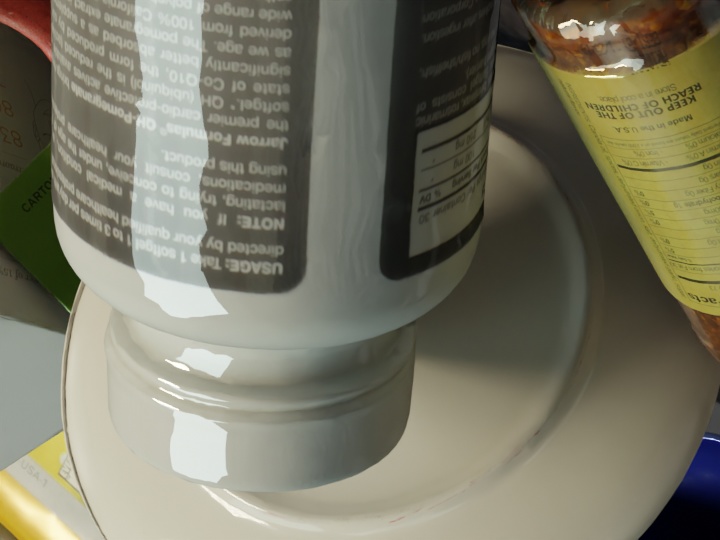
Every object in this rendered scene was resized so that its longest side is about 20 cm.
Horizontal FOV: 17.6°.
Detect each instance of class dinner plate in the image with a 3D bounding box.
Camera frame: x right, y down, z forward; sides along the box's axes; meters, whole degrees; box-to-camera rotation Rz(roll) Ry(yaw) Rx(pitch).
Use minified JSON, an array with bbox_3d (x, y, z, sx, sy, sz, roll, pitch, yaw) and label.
[{"bbox_3d":[0.004,0.014,0.668,0.200,0.200,0.024,34,167,30],"label":"dinner plate"}]

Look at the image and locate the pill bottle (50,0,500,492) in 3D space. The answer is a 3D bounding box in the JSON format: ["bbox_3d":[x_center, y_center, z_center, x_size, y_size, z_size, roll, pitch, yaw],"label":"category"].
[{"bbox_3d":[-0.021,-0.050,0.575,0.111,0.110,0.201,30,127,40],"label":"pill bottle"}]

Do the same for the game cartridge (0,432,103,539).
[{"bbox_3d":[-0.114,0.013,0.891,0.200,0.177,0.032,37,-159,21],"label":"game cartridge"}]

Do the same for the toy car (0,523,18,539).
[{"bbox_3d":[-0.112,0.208,0.961,0.199,0.150,0.175,8,142,9],"label":"toy car"}]

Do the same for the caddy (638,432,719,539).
[{"bbox_3d":[0.128,0.141,0.812,0.200,0.141,0.105,29,162,40],"label":"caddy"}]

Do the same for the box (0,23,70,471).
[{"bbox_3d":[-0.167,-0.041,0.810,0.124,0.097,0.201,20,-137,-53],"label":"box"}]

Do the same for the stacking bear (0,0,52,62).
[{"bbox_3d":[-0.107,-0.135,0.732,0.121,0.114,0.200,36,-178,-33],"label":"stacking bear"}]

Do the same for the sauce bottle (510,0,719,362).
[{"bbox_3d":[0.104,-0.016,0.601,0.066,0.066,0.200,27,159,46],"label":"sauce bottle"}]

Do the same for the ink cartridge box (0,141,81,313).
[{"bbox_3d":[0.000,0.000,0.740,0.200,0.148,0.076,44,163,-5],"label":"ink cartridge box"}]
